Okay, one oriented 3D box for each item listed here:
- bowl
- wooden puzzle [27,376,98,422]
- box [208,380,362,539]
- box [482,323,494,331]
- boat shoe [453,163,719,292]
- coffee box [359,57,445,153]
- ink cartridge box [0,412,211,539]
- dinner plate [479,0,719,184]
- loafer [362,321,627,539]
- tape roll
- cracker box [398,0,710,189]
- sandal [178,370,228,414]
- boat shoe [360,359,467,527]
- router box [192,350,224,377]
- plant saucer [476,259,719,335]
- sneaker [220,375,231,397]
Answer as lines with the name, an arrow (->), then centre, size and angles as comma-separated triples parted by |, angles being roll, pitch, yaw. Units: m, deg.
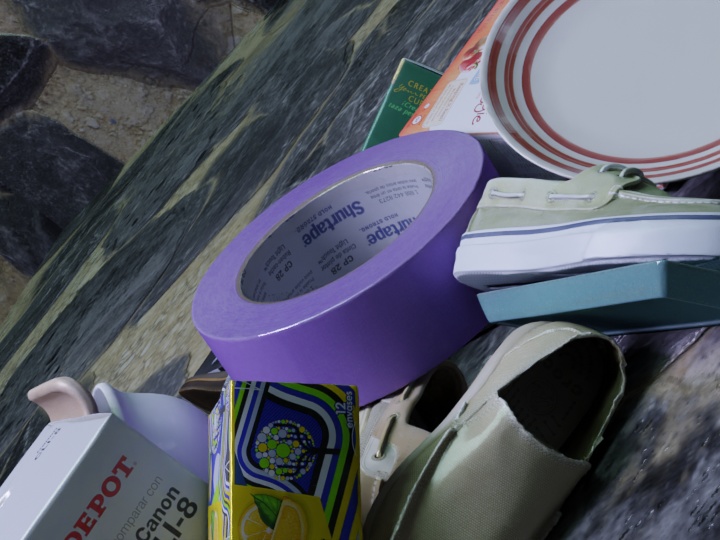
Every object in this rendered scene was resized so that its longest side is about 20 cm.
bowl -> -0.111, 0.164, 1.131 | 0.090, 0.201, 0.201 | -8, 4, -16
wooden puzzle -> -0.158, 0.164, 1.080 | 0.037, 0.200, 0.185 | -12, -3, -16
box -> -0.036, 0.156, 0.825 | 0.070, 0.064, 0.200 | 126, 144, -66
box -> 0.085, -0.033, 1.195 | 0.160, 0.044, 0.200 | -35, 20, 50
boat shoe -> 0.121, -0.024, 0.896 | 0.200, 0.072, 0.062 | -2, 75, 49
coffee box -> 0.010, -0.039, 1.224 | 0.123, 0.044, 0.200 | 44, -110, -83
ink cartridge box -> -0.112, 0.189, 0.917 | 0.145, 0.200, 0.145 | -56, 14, -19
dinner plate -> 0.165, -0.119, 0.990 | 0.200, 0.024, 0.200 | -10, 51, 12
loafer -> 0.065, 0.096, 0.850 | 0.200, 0.076, 0.068 | -58, 9, -29
tape roll -> 0.000, 0.000, 1.057 | 0.200, 0.066, 0.200 | -28, 23, 13
cracker box -> 0.134, -0.116, 1.098 | 0.200, 0.058, 0.134 | 3, 51, 51
sandal -> -0.069, 0.078, 1.307 | 0.055, 0.082, 0.200 | -62, 12, -27
boat shoe -> 0.029, 0.112, 0.943 | 0.065, 0.072, 0.200 | -36, 18, 20
router box -> -0.043, 0.027, 1.434 | 0.157, 0.052, 0.200 | -57, 14, -25
plant saucer -> 0.128, 0.017, 0.885 | 0.200, 0.070, 0.019 | 168, 111, -69
sneaker -> -0.062, 0.107, 1.206 | 0.200, 0.081, 0.075 | 106, -175, -57
